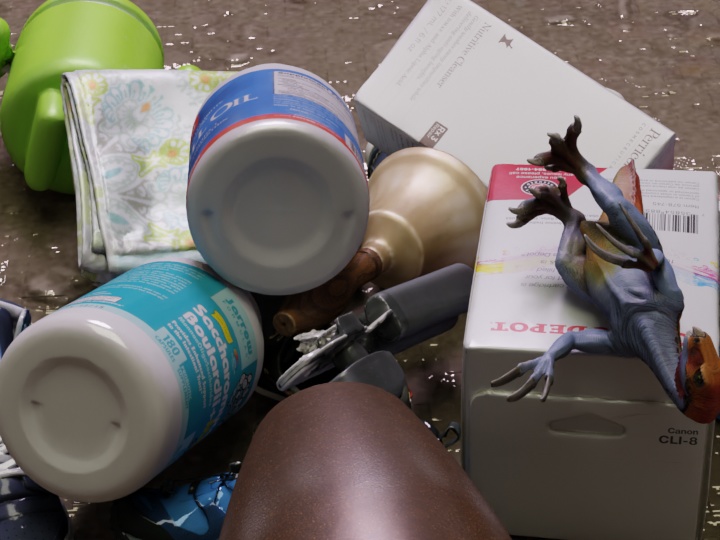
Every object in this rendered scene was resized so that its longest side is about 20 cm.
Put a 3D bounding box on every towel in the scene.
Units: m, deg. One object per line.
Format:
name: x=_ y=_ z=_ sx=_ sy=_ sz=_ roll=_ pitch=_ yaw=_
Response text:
towel: x=-0.105 y=-0.066 z=1.431 sx=0.200 sy=0.048 sz=0.171 roll=0 pitch=59 yaw=-20

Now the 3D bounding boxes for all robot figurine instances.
robot figurine: x=-0.208 y=-0.136 z=1.555 sx=0.175 sy=0.116 sz=0.200 roll=11 pitch=34 yaw=-8

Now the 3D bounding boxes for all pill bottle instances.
pill bottle: x=-0.126 y=0.056 z=1.223 sx=0.111 sy=0.111 sz=0.200 roll=10 pitch=17 yaw=17
pill bottle: x=-0.055 y=-0.068 z=1.311 sx=0.112 sy=0.112 sz=0.200 roll=-4 pitch=19 yaw=-3

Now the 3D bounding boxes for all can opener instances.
can opener: x=0.017 y=0.044 z=1.252 sx=0.066 sy=0.053 sz=0.200 roll=54 pitch=31 yaw=5

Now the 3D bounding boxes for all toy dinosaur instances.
toy dinosaur: x=0.157 y=0.003 z=1.115 sx=0.200 sy=0.105 sz=0.182 roll=-18 pitch=58 yaw=-40

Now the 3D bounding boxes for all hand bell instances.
hand bell: x=0.000 y=0.000 z=1.328 sx=0.104 sy=0.104 sz=0.200 roll=16 pitch=28 yaw=25

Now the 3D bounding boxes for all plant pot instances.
plant pot: x=-0.001 y=0.156 z=1.043 sx=0.187 sy=0.187 sz=0.200 roll=-6 pitch=38 yaw=-6

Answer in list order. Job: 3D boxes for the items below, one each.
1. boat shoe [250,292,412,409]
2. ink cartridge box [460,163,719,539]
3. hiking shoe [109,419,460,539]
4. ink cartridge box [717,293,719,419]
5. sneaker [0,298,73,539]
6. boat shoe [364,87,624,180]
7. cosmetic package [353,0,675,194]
boat shoe: x=-0.026 y=0.060 z=1.311 sx=0.074 sy=0.063 sz=0.201 roll=-20 pitch=37 yaw=-21
ink cartridge box: x=0.141 y=0.048 z=1.243 sx=0.145 sy=0.145 sz=0.200 roll=4 pitch=35 yaw=8
hiking shoe: x=-0.044 y=0.123 z=1.183 sx=0.200 sy=0.087 sz=0.074 roll=-1 pitch=17 yaw=-4
ink cartridge box: x=0.310 y=0.069 z=1.231 sx=0.067 sy=0.116 sz=0.200 roll=-29 pitch=43 yaw=-35
sneaker: x=-0.217 y=0.096 z=1.222 sx=0.070 sy=0.109 sz=0.200 roll=-10 pitch=35 yaw=-10
boat shoe: x=0.104 y=-0.089 z=1.510 sx=0.200 sy=0.075 sz=0.062 roll=-8 pitch=33 yaw=-6
cosmetic package: x=0.107 y=-0.093 z=1.428 sx=0.200 sy=0.081 sz=0.113 roll=33 pitch=78 yaw=18
